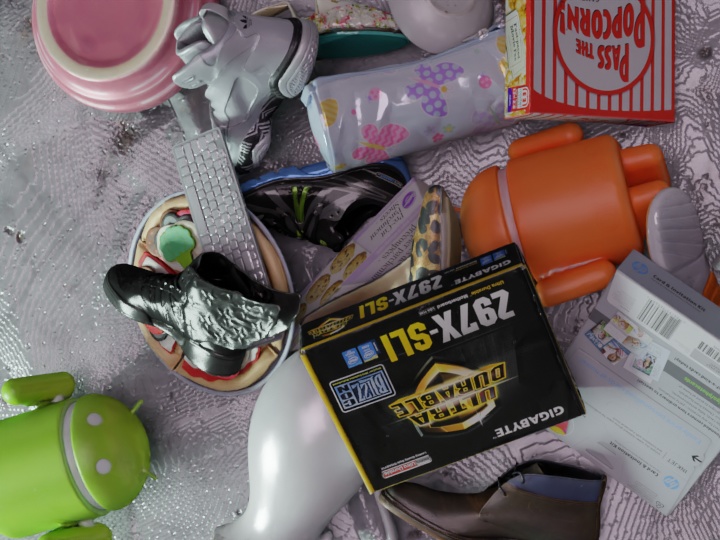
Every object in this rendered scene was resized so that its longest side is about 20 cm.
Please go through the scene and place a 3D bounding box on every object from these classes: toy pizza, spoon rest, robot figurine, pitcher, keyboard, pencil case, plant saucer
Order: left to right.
[{"bbox_3d":[-0.290,0.186,1.452,0.200,0.116,0.176,-17,78,13],"label":"robot figurine"},{"bbox_3d":[-0.236,-0.255,1.469,0.200,0.051,0.201,-1,88,19],"label":"plant saucer"},{"bbox_3d":[-0.147,0.024,1.423,0.200,0.032,0.200,10,108,32],"label":"toy pizza"},{"bbox_3d":[-0.120,-0.027,1.374,0.056,0.011,0.200,-19,85,23],"label":"keyboard"},{"bbox_3d":[-0.027,0.184,1.397,0.172,0.121,0.200,18,104,-8],"label":"pitcher"},{"bbox_3d":[0.051,-0.152,1.358,0.200,0.091,0.083,-17,42,-4],"label":"pencil case"},{"bbox_3d":[0.056,-0.292,1.399,0.099,0.061,0.200,-20,87,-19],"label":"spoon rest"},{"bbox_3d":[0.175,-0.051,1.340,0.200,0.117,0.144,-15,97,13],"label":"robot figurine"}]

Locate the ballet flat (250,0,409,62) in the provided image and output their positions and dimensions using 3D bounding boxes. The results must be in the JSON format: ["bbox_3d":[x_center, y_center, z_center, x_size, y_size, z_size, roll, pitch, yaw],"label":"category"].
[{"bbox_3d":[-0.052,-0.225,1.422,0.200,0.076,0.064,-10,77,11],"label":"ballet flat"}]

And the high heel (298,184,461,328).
[{"bbox_3d":[0.013,0.004,1.322,0.143,0.071,0.200,10,127,12],"label":"high heel"}]

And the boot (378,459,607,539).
[{"bbox_3d":[0.122,0.200,1.360,0.200,0.075,0.097,18,100,-3],"label":"boot"}]

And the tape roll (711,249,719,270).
[{"bbox_3d":[0.408,-0.014,1.235,0.203,0.203,0.139,31,96,13],"label":"tape roll"}]

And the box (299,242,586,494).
[{"bbox_3d":[0.069,0.084,1.278,0.200,0.049,0.160,-21,115,7],"label":"box"}]

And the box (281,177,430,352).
[{"bbox_3d":[0.000,0.000,1.395,0.200,0.039,0.041,-45,38,22],"label":"box"}]

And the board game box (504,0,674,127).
[{"bbox_3d":[0.201,-0.229,1.328,0.151,0.046,0.200,0,90,-25],"label":"board game box"}]

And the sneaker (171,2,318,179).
[{"bbox_3d":[-0.126,-0.166,1.385,0.115,0.075,0.200,15,138,-21],"label":"sneaker"}]

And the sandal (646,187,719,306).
[{"bbox_3d":[0.267,0.016,1.318,0.059,0.079,0.207,14,130,45],"label":"sandal"}]

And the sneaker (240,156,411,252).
[{"bbox_3d":[-0.048,-0.054,1.417,0.200,0.071,0.083,-13,80,11],"label":"sneaker"}]

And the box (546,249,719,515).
[{"bbox_3d":[0.249,0.100,1.300,0.156,0.041,0.200,35,133,12],"label":"box"}]

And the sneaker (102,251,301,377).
[{"bbox_3d":[-0.145,0.019,1.355,0.200,0.060,0.104,35,123,27],"label":"sneaker"}]
